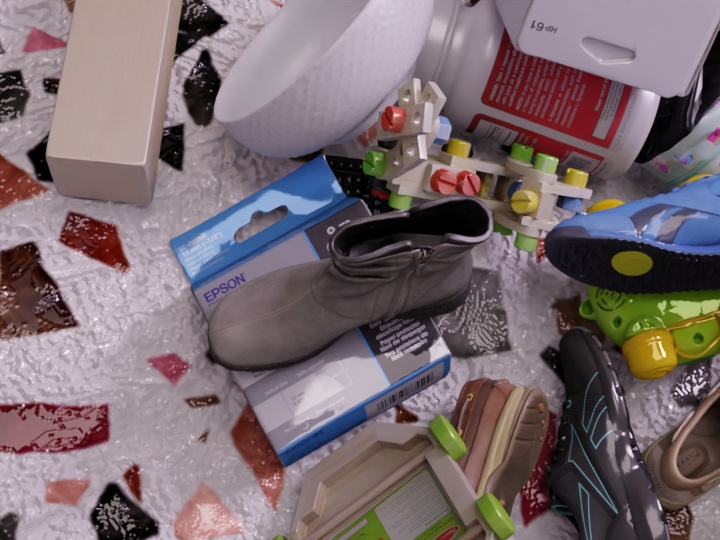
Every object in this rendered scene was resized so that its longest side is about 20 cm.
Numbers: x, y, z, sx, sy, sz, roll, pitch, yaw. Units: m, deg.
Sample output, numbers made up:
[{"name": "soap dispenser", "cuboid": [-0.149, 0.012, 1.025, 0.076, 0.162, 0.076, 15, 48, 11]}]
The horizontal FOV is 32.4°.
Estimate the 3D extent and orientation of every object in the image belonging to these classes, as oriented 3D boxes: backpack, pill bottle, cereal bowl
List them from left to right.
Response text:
[{"name": "cereal bowl", "cuboid": [-0.017, -0.161, 0.953, 0.083, 0.199, 0.201, 42, 63, -23]}, {"name": "pill bottle", "cuboid": [0.137, -0.156, 1.014, 0.198, 0.112, 0.113, 19, 65, -4]}, {"name": "backpack", "cuboid": [0.320, -0.141, 1.029, 0.126, 0.167, 0.201, 37, 71, -1]}]

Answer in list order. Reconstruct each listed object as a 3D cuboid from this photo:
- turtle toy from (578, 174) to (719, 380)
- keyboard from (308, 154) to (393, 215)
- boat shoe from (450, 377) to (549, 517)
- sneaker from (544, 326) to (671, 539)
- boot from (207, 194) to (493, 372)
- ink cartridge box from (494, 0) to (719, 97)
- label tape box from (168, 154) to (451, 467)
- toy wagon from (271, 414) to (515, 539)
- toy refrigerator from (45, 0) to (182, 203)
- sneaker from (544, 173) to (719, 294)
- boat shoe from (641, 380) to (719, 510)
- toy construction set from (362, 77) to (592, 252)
[{"name": "turtle toy", "cuboid": [0.267, 0.010, 0.969, 0.197, 0.101, 0.148, -14, 67, 5]}, {"name": "keyboard", "cuboid": [0.000, 0.000, 0.961, 0.103, 0.040, 0.203, 8, 67, -8]}, {"name": "boat shoe", "cuboid": [0.070, 0.170, 0.897, 0.067, 0.072, 0.202, 15, 70, 31]}, {"name": "sneaker", "cuboid": [0.170, 0.134, 0.922, 0.078, 0.076, 0.202, -19, 55, 11]}, {"name": "boot", "cuboid": [-0.014, 0.001, 0.812, 0.197, 0.131, 0.068, -17, 71, -4]}, {"name": "ink cartridge box", "cuboid": [0.179, -0.227, 0.957, 0.143, 0.085, 0.201, 13, 33, -13]}, {"name": "label tape box", "cuboid": [-0.043, 0.019, 0.910, 0.142, 0.066, 0.201, -28, 75, -6]}, {"name": "toy wagon", "cuboid": [0.030, 0.199, 0.831, 0.154, 0.040, 0.201, -37, 53, 5]}, {"name": "toy refrigerator", "cuboid": [-0.189, -0.158, 0.971, 0.075, 0.070, 0.203, 5, 66, -3]}, {"name": "sneaker", "cuboid": [0.234, -0.031, 0.906, 0.197, 0.066, 0.079, 0, 56, 11]}, {"name": "boat shoe", "cuboid": [0.302, 0.114, 0.964, 0.199, 0.065, 0.071, -36, 79, -23]}, {"name": "toy construction set", "cuboid": [0.079, -0.071, 0.938, 0.199, 0.131, 0.093, 25, 95, -33]}]
